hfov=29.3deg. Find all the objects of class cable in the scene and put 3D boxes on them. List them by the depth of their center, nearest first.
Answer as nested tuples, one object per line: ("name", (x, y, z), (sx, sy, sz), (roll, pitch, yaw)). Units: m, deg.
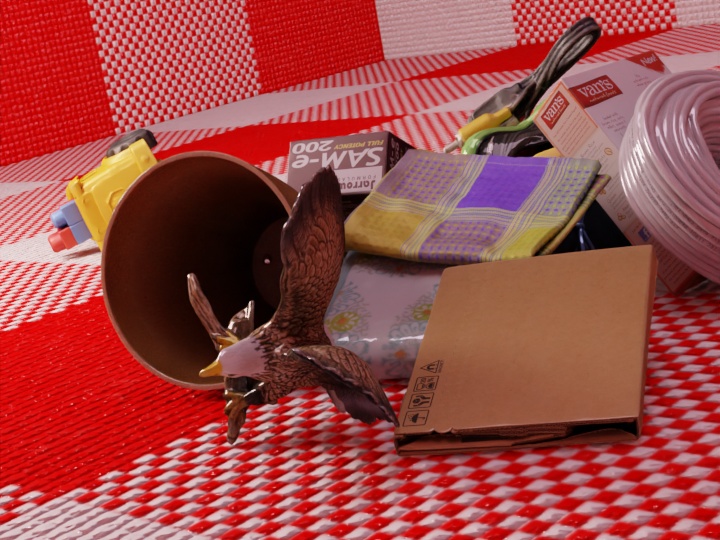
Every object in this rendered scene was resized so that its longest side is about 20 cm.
("cable", (0.300, -0.076, 1.108), (0.198, 0.069, 0.202), (24, 48, -7))
("cable", (0.175, -0.170, 1.387), (0.199, 0.051, 0.097), (-36, -26, 24))

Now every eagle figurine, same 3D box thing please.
("eagle figurine", (-0.040, 0.044, 0.925), (0.199, 0.152, 0.152), (-35, 17, 46))

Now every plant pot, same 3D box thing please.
("plant pot", (-0.093, -0.004, 1.180), (0.184, 0.190, 0.200), (-6, 0, 21))

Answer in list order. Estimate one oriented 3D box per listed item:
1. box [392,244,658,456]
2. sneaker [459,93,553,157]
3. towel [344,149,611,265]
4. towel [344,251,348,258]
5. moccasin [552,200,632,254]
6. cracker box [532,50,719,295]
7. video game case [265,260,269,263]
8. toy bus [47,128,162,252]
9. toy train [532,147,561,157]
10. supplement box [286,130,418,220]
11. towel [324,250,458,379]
("box", (0.118, 0.051, 0.941), (0.161, 0.022, 0.201), (-7, 30, 19))
("sneaker", (0.186, -0.119, 1.347), (0.199, 0.078, 0.084), (-31, 46, -27))
("towel", (0.088, -0.054, 1.124), (0.198, 0.023, 0.144), (9, 41, 38))
("towel", (0.000, 0.000, 1.390), (0.151, 0.024, 0.199), (2, 17, 42))
("moccasin", (0.169, -0.019, 1.198), (0.198, 0.081, 0.068), (-22, -23, 1))
("cracker box", (0.259, -0.089, 1.183), (0.133, 0.201, 0.058), (-21, -24, -38))
("video game case", (-0.078, -0.038, 1.457), (0.198, 0.036, 0.181), (-24, 8, 24))
("toy bus", (-0.342, -0.091, 1.872), (0.190, 0.137, 0.200), (-29, 13, -7))
("toy train", (0.194, -0.059, 1.280), (0.199, 0.056, 0.150), (-33, -35, 24))
("supplement box", (0.025, -0.072, 1.309), (0.107, 0.062, 0.199), (-3, -13, 28))
("towel", (0.057, 0.013, 1.103), (0.169, 0.049, 0.201), (-6, 35, 25))
